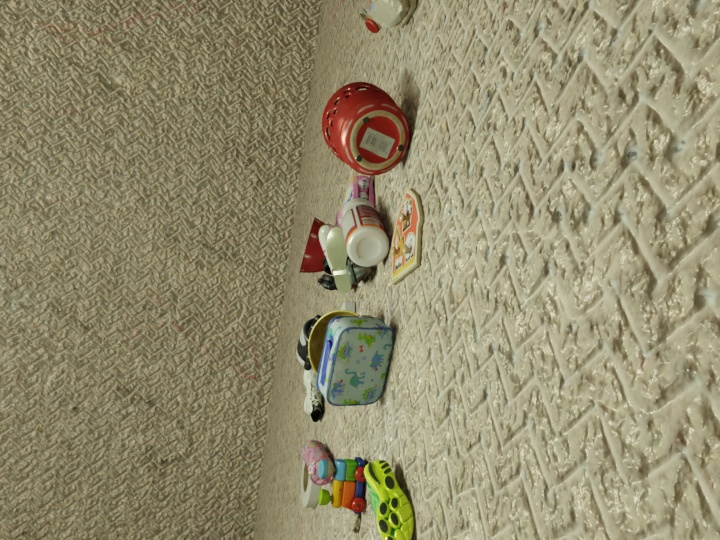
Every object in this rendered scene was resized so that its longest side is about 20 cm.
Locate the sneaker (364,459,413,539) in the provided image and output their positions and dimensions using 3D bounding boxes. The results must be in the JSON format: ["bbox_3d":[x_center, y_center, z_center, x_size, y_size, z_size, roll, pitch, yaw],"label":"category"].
[{"bbox_3d":[0.060,0.462,1.211,0.201,0.073,0.085,-112,7,-58],"label":"sneaker"}]

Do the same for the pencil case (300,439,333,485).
[{"bbox_3d":[-0.134,0.586,1.909,0.200,0.086,0.089,-166,83,-76],"label":"pencil case"}]

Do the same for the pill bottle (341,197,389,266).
[{"bbox_3d":[0.007,-0.105,1.607,0.201,0.107,0.111,-104,25,-59],"label":"pill bottle"}]

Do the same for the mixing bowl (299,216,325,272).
[{"bbox_3d":[-0.137,-0.075,2.174,0.200,0.106,0.204,-164,90,-87],"label":"mixing bowl"}]

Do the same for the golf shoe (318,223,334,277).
[{"bbox_3d":[-0.072,-0.048,1.906,0.092,0.071,0.203,-117,6,-62],"label":"golf shoe"}]

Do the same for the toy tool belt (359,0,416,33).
[{"bbox_3d":[0.087,-0.705,1.626,0.124,0.124,0.200,-53,14,-9],"label":"toy tool belt"}]

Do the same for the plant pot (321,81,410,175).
[{"bbox_3d":[0.019,-0.342,1.513,0.183,0.196,0.204,-127,45,-61],"label":"plant pot"}]

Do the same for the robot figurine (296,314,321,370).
[{"bbox_3d":[-0.141,0.239,2.044,0.125,0.148,0.202,52,141,29],"label":"robot figurine"}]

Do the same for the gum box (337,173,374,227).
[{"bbox_3d":[-0.014,-0.176,1.825,0.201,0.065,0.115,115,157,-52],"label":"gum box"}]

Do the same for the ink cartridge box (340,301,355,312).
[{"bbox_3d":[-0.042,0.203,1.811,0.100,0.038,0.204,117,157,-56],"label":"ink cartridge box"}]

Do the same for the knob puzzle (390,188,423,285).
[{"bbox_3d":[0.095,-0.088,1.395,0.219,0.030,0.225,-173,90,-77],"label":"knob puzzle"}]

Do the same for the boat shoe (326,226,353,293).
[{"bbox_3d":[-0.053,-0.035,1.834,0.063,0.070,0.204,-47,-50,-63],"label":"boat shoe"}]

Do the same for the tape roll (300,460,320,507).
[{"bbox_3d":[-0.166,0.689,2.093,0.203,0.036,0.208,-173,90,-77],"label":"tape roll"}]

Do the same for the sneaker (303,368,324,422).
[{"bbox_3d":[-0.147,0.418,2.114,0.115,0.074,0.205,-143,53,-65],"label":"sneaker"}]

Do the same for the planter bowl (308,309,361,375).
[{"bbox_3d":[-0.027,0.194,1.557,0.083,0.197,0.205,-12,-66,-66],"label":"planter bowl"}]

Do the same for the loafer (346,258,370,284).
[{"bbox_3d":[0.000,0.000,1.717,0.200,0.062,0.073,-78,-29,-83],"label":"loafer"}]

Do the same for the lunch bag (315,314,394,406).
[{"bbox_3d":[-0.015,0.204,1.417,0.082,0.158,0.204,36,119,56],"label":"lunch bag"}]

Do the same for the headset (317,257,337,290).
[{"bbox_3d":[-0.087,0.013,2.084,0.199,0.092,0.126,-29,50,56],"label":"headset"}]

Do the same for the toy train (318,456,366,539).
[{"bbox_3d":[-0.051,0.554,1.496,0.085,0.113,0.205,171,106,-76],"label":"toy train"}]
